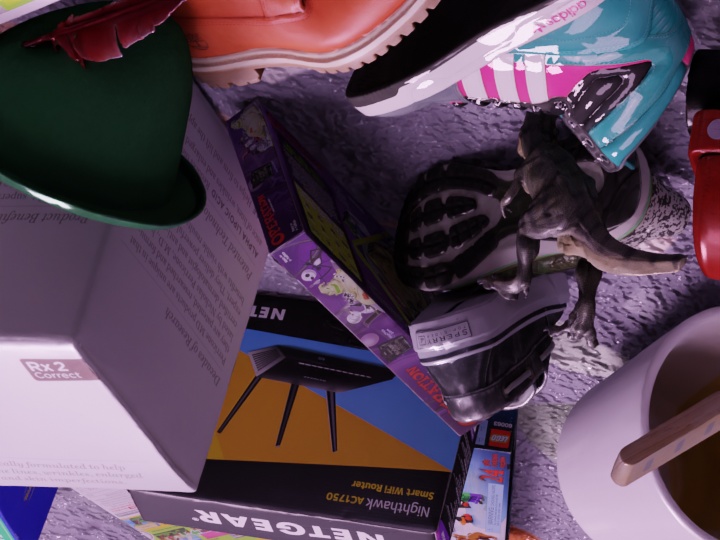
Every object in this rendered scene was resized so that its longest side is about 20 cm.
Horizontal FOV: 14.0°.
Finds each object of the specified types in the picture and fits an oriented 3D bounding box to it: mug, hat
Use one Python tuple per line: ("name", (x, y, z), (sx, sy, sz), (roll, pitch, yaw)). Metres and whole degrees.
("mug", (0.208, 0.119, 1.760), (0.186, 0.150, 0.153), (33, 155, -16))
("hat", (-0.118, -0.132, 1.490), (0.200, 0.176, 0.165), (37, -157, 29))

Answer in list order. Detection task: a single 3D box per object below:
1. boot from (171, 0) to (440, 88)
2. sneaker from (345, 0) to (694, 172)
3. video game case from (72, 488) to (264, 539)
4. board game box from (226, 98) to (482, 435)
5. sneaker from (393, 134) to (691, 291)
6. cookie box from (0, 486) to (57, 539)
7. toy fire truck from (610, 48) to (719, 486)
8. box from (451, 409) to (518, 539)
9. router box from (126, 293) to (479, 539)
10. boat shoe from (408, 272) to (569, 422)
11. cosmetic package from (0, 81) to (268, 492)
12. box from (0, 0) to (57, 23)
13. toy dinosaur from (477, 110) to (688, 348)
("boot", (-0.043, -0.155, 1.481), (0.200, 0.075, 0.107), (-10, 137, 40))
("sneaker", (0.095, -0.098, 1.505), (0.121, 0.084, 0.200), (43, 141, -24))
("video game case", (-0.093, 0.163, 2.095), (0.200, 0.023, 0.182), (-17, 137, 42))
("board game box", (0.000, 0.000, 1.680), (0.032, 0.120, 0.200), (-31, 132, 16))
("sneaker", (0.102, -0.020, 1.649), (0.200, 0.077, 0.088), (-11, 155, 44))
("cookie box", (-0.239, 0.061, 1.841), (0.075, 0.172, 0.200), (7, 149, 19))
("toy fire truck", (0.197, 0.007, 1.493), (0.128, 0.201, 0.176), (4, 155, 19))
("box", (0.033, 0.150, 1.971), (0.136, 0.038, 0.200), (7, 145, 6))
("router box", (-0.029, 0.094, 1.817), (0.199, 0.150, 0.051), (6, 150, 15))
("boat shoe", (0.074, 0.045, 1.662), (0.072, 0.071, 0.200), (-12, -175, 21))
("cosmetic package", (-0.169, 0.001, 1.673), (0.164, 0.200, 0.165), (0, 147, 27))
("box", (-0.229, -0.184, 1.486), (0.200, 0.102, 0.112), (-15, 138, 42))
("toy dinosaur", (0.106, -0.014, 1.520), (0.047, 0.200, 0.088), (9, 113, -25))
